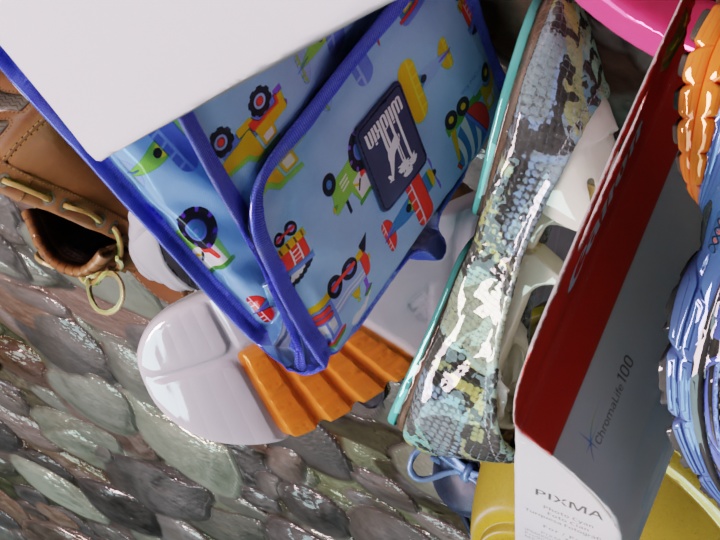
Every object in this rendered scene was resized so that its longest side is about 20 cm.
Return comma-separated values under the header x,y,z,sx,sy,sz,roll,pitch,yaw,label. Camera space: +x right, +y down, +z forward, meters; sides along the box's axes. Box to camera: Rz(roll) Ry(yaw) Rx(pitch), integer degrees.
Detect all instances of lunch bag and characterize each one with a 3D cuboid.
x,y,z,sx,sy,sz,roll,pitch,yaw,label
-0.025,-0.071,0.859,0.094,0.151,0.200,5,141,42,lunch bag

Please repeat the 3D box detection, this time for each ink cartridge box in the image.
x,y,z,sx,sy,sz,roll,pitch,yaw,label
0.103,0.007,0.807,0.047,0.161,0.200,21,158,11,ink cartridge box

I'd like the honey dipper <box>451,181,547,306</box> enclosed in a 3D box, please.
x,y,z,sx,sy,sz,roll,pitch,yaw,label
0.040,-0.032,0.985,0.200,0.038,0.038,34,157,-33,honey dipper

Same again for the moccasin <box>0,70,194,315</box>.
x,y,z,sx,sy,sz,roll,pitch,yaw,label
-0.139,-0.026,1.165,0.073,0.078,0.201,21,167,25,moccasin

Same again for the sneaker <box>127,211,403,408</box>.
x,y,z,sx,sy,sz,roll,pitch,yaw,label
-0.028,-0.001,1.026,0.113,0.076,0.200,22,164,19,sneaker

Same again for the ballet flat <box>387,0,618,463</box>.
x,y,z,sx,sy,sz,roll,pitch,yaw,label
0.071,-0.011,0.900,0.074,0.074,0.201,23,117,13,ballet flat

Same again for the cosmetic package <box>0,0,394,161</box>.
x,y,z,sx,sy,sz,roll,pitch,yaw,label
-0.025,-0.168,0.591,0.168,0.200,0.166,50,149,-12,cosmetic package

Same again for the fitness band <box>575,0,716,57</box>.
x,y,z,sx,sy,sz,roll,pitch,yaw,label
0.109,-0.129,0.758,0.143,0.038,0.200,23,156,14,fitness band

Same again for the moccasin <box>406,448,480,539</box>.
x,y,z,sx,sy,sz,roll,pitch,yaw,label
0.075,0.104,1.211,0.080,0.068,0.200,13,151,32,moccasin

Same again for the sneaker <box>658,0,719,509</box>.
x,y,z,sx,sy,sz,roll,pitch,yaw,label
0.148,0.004,0.759,0.078,0.075,0.201,16,123,35,sneaker

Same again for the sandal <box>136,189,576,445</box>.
x,y,z,sx,sy,sz,roll,pitch,yaw,label
0.002,0.007,0.962,0.059,0.206,0.080,-130,22,-56,sandal

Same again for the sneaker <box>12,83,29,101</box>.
x,y,z,sx,sy,sz,roll,pitch,yaw,label
-0.145,-0.149,0.888,0.080,0.078,0.200,52,163,32,sneaker

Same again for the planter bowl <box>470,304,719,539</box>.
x,y,z,sx,sy,sz,roll,pitch,yaw,label
0.108,0.117,0.974,0.200,0.083,0.201,32,148,23,planter bowl
